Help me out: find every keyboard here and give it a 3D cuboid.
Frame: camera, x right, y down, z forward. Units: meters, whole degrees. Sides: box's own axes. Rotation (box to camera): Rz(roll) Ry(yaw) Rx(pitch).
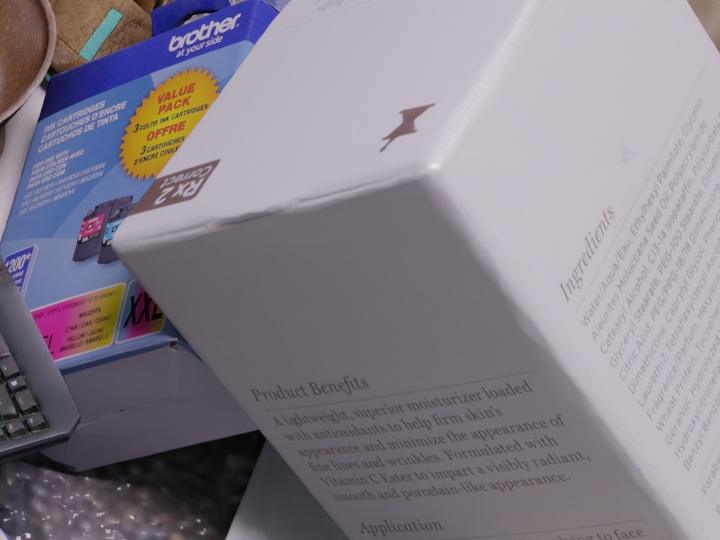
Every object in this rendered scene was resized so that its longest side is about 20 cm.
[{"bbox_3d":[-0.200,0.018,0.823,0.127,0.021,0.200,-20,44,-17],"label":"keyboard"}]

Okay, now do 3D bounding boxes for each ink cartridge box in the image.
[{"bbox_3d":[-0.080,-0.027,0.877,0.076,0.136,0.201,40,49,-37],"label":"ink cartridge box"}]

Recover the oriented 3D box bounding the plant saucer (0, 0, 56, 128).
[{"bbox_3d":[-0.233,-0.091,0.906,0.199,0.037,0.201,3,41,-2],"label":"plant saucer"}]

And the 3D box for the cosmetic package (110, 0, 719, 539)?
[{"bbox_3d":[0.052,-0.003,0.777,0.200,0.164,0.165,54,49,-24],"label":"cosmetic package"}]

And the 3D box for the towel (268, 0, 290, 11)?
[{"bbox_3d":[0.045,-0.101,0.972,0.199,0.148,0.024,6,6,23],"label":"towel"}]

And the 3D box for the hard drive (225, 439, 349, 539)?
[{"bbox_3d":[0.045,0.127,0.889,0.199,0.026,0.132,22,48,0],"label":"hard drive"}]

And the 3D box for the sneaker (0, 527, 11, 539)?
[{"bbox_3d":[-0.182,0.127,0.801,0.199,0.076,0.088,28,27,7],"label":"sneaker"}]

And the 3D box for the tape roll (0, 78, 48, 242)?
[{"bbox_3d":[-0.218,-0.056,0.950,0.202,0.037,0.204,9,49,-11],"label":"tape roll"}]

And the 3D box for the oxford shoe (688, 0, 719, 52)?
[{"bbox_3d":[0.100,-0.103,0.997,0.199,0.075,0.071,-24,59,16],"label":"oxford shoe"}]

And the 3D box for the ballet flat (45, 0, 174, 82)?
[{"bbox_3d":[-0.112,-0.160,1.021,0.068,0.072,0.200,31,32,-14],"label":"ballet flat"}]
